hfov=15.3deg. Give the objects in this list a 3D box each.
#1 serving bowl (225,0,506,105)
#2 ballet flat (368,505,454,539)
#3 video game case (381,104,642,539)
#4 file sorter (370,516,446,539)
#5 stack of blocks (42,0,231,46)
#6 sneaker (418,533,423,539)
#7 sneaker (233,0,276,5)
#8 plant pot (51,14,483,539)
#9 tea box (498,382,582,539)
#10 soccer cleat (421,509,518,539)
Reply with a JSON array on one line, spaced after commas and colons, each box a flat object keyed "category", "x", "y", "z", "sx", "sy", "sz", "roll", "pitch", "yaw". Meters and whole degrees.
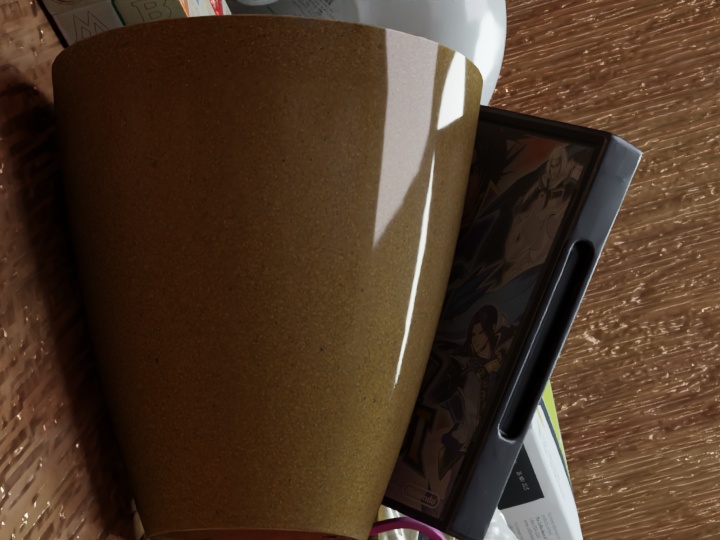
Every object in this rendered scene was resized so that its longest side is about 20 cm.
[{"category": "serving bowl", "x": -0.025, "y": -0.134, "z": 1.431, "sx": 0.066, "sy": 0.199, "sz": 0.201, "roll": -19, "pitch": 95, "yaw": -64}, {"category": "ballet flat", "x": 0.018, "y": 0.156, "z": 1.384, "sx": 0.067, "sy": 0.062, "sz": 0.202, "roll": -169, "pitch": -94, "yaw": -70}, {"category": "video game case", "x": 0.024, "y": 0.012, "z": 1.198, "sx": 0.025, "sy": 0.182, "sz": 0.200, "roll": 26, "pitch": -4, "yaw": -34}, {"category": "file sorter", "x": -0.004, "y": 0.178, "z": 1.192, "sx": 0.200, "sy": 0.125, "sz": 0.140, "roll": -86, "pitch": 160, "yaw": -67}, {"category": "stack of blocks", "x": -0.103, "y": -0.132, "z": 1.296, "sx": 0.200, "sy": 0.058, "sz": 0.116, "roll": 65, "pitch": 12, "yaw": -54}, {"category": "sneaker", "x": 0.004, "y": 0.165, "z": 1.516, "sx": 0.200, "sy": 0.082, "sz": 0.071, "roll": -47, "pitch": 145, "yaw": -64}, {"category": "sneaker", "x": -0.082, "y": -0.242, "z": 1.359, "sx": 0.201, "sy": 0.073, "sz": 0.112, "roll": 56, "pitch": -18, "yaw": 16}, {"category": "plant pot", "x": -0.041, "y": 0.014, "z": 1.127, "sx": 0.186, "sy": 0.185, "sz": 0.202, "roll": 50, "pitch": 40, "yaw": -73}, {"category": "tea box", "x": 0.061, "y": 0.094, "z": 1.810, "sx": 0.200, "sy": 0.133, "sz": 0.198, "roll": 67, "pitch": 12, "yaw": -51}, {"category": "soccer cleat", "x": 0.073, "y": 0.173, "z": 1.432, "sx": 0.069, "sy": 0.085, "sz": 0.201, "roll": 62, "pitch": 23, "yaw": -66}]
